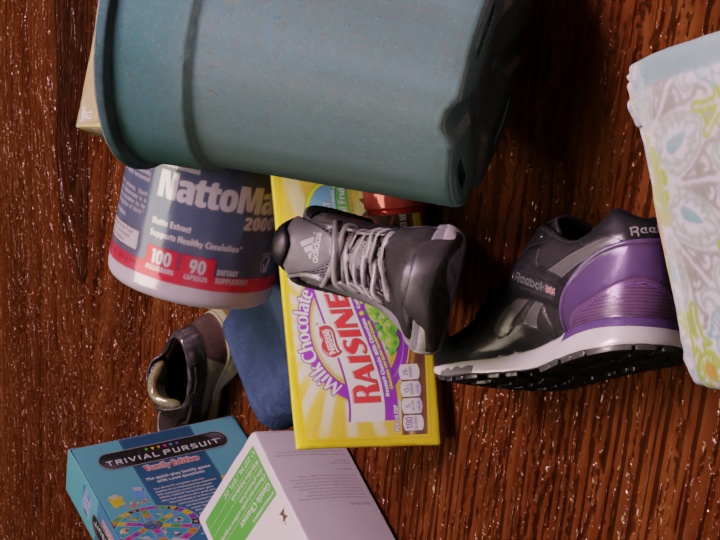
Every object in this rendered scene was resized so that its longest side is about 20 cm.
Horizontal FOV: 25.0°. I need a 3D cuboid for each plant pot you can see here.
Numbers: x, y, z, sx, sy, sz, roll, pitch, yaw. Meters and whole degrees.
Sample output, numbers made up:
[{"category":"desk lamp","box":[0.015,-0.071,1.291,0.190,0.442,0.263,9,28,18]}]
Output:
[{"category":"plant pot","box":[-0.017,-0.129,0.909,0.196,0.200,0.200,17,121,14]}]

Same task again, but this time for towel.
[{"category":"towel","box":[-0.038,0.036,1.194,0.200,0.049,0.112,-48,57,54]},{"category":"towel","box":[0.205,-0.035,0.731,0.200,0.048,0.171,-13,90,62]}]

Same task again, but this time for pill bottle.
[{"category":"pill bottle","box":[-0.101,-0.084,1.128,0.120,0.120,0.200,33,115,54]}]

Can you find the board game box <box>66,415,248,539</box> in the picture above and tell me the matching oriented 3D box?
[{"category":"board game box","box":[-0.132,0.207,1.308,0.200,0.151,0.047,49,139,45]}]

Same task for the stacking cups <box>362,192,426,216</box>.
[{"category":"stacking cups","box":[0.012,-0.135,1.021,0.061,0.060,0.200,7,99,61]}]

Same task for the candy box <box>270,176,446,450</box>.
[{"category":"candy box","box":[-0.002,0.019,1.078,0.026,0.102,0.200,-30,-64,-74]}]

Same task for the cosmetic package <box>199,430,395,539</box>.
[{"category":"cosmetic package","box":[-0.029,0.224,1.175,0.108,0.085,0.200,-59,45,31]}]

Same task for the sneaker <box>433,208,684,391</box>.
[{"category":"sneaker","box":[0.112,0.018,0.910,0.200,0.076,0.088,-19,67,58]}]

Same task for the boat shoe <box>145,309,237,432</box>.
[{"category":"boat shoe","box":[-0.155,0.096,1.408,0.073,0.065,0.200,62,148,28]}]

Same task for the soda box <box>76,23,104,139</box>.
[{"category":"soda box","box":[-0.121,-0.176,1.041,0.068,0.064,0.200,3,78,32]}]

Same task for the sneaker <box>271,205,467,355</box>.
[{"category":"sneaker","box":[0.000,0.000,0.957,0.200,0.115,0.075,9,-85,-87]}]
